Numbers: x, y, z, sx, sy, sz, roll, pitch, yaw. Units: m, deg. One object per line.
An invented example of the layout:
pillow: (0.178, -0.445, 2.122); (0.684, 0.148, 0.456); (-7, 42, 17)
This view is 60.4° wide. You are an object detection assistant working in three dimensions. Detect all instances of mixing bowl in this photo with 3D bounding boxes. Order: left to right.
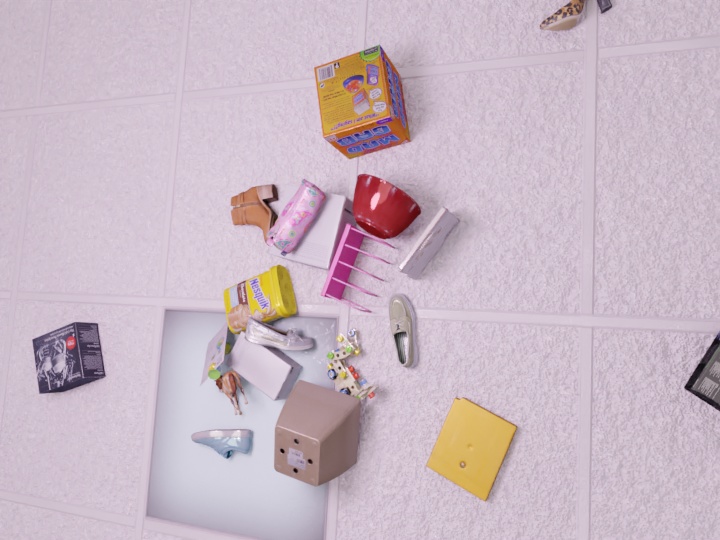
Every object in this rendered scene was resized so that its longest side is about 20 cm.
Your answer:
mixing bowl: (0.052, -0.155, 1.640); (0.197, 0.200, 0.110); (27, 81, 22)

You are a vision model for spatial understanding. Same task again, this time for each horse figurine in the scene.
horse figurine: (-0.372, 0.342, 1.783); (0.049, 0.201, 0.135); (-19, 73, -24)

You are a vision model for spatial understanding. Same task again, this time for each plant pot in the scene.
plant pot: (-0.126, 0.438, 1.617); (0.194, 0.176, 0.206); (13, 110, 22)

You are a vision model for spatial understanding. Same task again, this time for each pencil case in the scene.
pencil case: (-0.175, -0.143, 1.668); (0.087, 0.087, 0.202); (38, 96, 21)

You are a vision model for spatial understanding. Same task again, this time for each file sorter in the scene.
file sorter: (0.000, 0.000, 1.684); (0.123, 0.139, 0.205); (22, 91, 19)

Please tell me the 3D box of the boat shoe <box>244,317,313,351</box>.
boat shoe: (-0.227, 0.182, 1.750); (0.196, 0.074, 0.067); (11, 95, -3)

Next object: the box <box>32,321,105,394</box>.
box: (-0.959, 0.288, 2.034); (0.195, 0.104, 0.187); (-20, 77, 18)

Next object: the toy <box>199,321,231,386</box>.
toy: (-0.412, 0.246, 1.810); (0.047, 0.202, 0.115); (37, 110, -21)

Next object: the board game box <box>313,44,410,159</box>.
board game box: (0.008, -0.455, 1.706); (0.194, 0.199, 0.206); (-12, 79, 19)

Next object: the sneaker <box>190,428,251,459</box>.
sneaker: (-0.412, 0.509, 1.809); (0.194, 0.074, 0.085); (-7, 77, 21)

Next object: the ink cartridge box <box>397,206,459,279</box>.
ink cartridge box: (0.169, -0.075, 1.607); (0.043, 0.173, 0.202); (39, 97, 20)

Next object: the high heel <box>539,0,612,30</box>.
high heel: (0.536, -0.709, 1.599); (0.195, 0.071, 0.146); (-20, 82, 0)

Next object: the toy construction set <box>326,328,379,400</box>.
toy construction set: (-0.023, 0.273, 1.686); (0.130, 0.092, 0.203); (-37, 61, 12)

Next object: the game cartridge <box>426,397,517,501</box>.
game cartridge: (0.282, 0.448, 1.574); (0.173, 0.032, 0.205); (25, 90, 22)

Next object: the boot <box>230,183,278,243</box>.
boot: (-0.321, -0.156, 1.859); (0.151, 0.076, 0.206); (-12, 76, 17)

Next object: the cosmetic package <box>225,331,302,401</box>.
cosmetic package: (-0.279, 0.274, 1.786); (0.197, 0.081, 0.115); (32, 95, 21)

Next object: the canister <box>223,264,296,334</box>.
canister: (-0.298, 0.089, 1.812); (0.196, 0.086, 0.153); (-22, 70, 19)

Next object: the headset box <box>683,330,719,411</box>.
headset box: (0.848, 0.243, 1.345); (0.198, 0.092, 0.177); (33, 95, 21)

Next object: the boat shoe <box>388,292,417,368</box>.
boat shoe: (0.114, 0.158, 1.657); (0.070, 0.062, 0.206); (-16, 76, 18)

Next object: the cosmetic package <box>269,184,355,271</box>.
cosmetic package: (-0.130, -0.115, 1.756); (0.194, 0.123, 0.206); (14, 87, 22)
